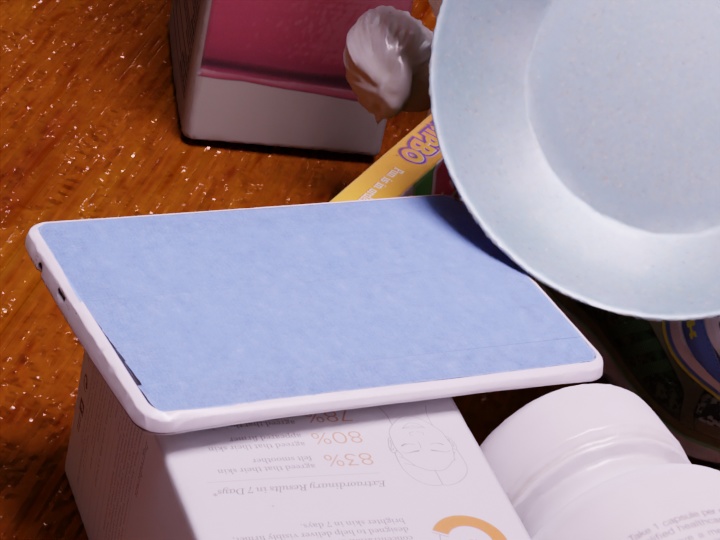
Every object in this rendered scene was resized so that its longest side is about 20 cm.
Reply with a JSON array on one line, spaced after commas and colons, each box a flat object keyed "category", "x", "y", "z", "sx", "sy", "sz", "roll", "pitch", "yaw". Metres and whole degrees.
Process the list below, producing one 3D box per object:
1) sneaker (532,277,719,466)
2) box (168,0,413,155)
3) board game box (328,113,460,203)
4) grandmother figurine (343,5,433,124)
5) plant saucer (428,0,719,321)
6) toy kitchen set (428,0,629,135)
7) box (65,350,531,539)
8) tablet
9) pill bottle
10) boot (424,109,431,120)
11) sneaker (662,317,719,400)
[{"category": "sneaker", "x": 0.149, "y": 0.019, "z": 1.039, "sx": 0.200, "sy": 0.089, "sz": 0.077, "roll": 36, "pitch": 38, "yaw": 31}, {"category": "box", "x": -0.030, "y": -0.179, "z": 1.170, "sx": 0.108, "sy": 0.201, "sz": 0.128, "roll": 5, "pitch": 33, "yaw": -12}, {"category": "board game box", "x": 0.000, "y": 0.000, "z": 1.006, "sx": 0.030, "sy": 0.096, "sz": 0.200, "roll": 26, "pitch": 34, "yaw": 18}, {"category": "grandmother figurine", "x": 0.078, "y": -0.067, "z": 1.115, "sx": 0.199, "sy": 0.122, "sz": 0.061, "roll": 28, "pitch": 11, "yaw": -16}, {"category": "plant saucer", "x": 0.129, "y": -0.079, "z": 0.932, "sx": 0.200, "sy": 0.202, "sz": 0.039, "roll": 19, "pitch": -2, "yaw": 9}, {"category": "toy kitchen set", "x": 0.151, "y": -0.162, "z": 1.026, "sx": 0.199, "sy": 0.163, "sz": 0.181, "roll": -21, "pitch": 84, "yaw": -41}, {"category": "box", "x": -0.025, "y": 0.096, "z": 0.848, "sx": 0.124, "sy": 0.098, "sz": 0.200, "roll": 0, "pitch": 34, "yaw": -22}, {"category": "tablet", "x": -0.017, "y": 0.013, "z": 0.875, "sx": 0.199, "sy": 0.014, "sz": 0.130, "roll": -5, "pitch": 36, "yaw": -30}, {"category": "pill bottle", "x": 0.115, "y": 0.136, "z": 0.822, "sx": 0.114, "sy": 0.115, "sz": 0.200, "roll": -3, "pitch": 36, "yaw": -25}, {"category": "boot", "x": 0.115, "y": -0.084, "z": 1.198, "sx": 0.097, "sy": 0.075, "sz": 0.200, "roll": 27, "pitch": 33, "yaw": 25}, {"category": "sneaker", "x": 0.220, "y": 0.059, "z": 0.954, "sx": 0.199, "sy": 0.082, "sz": 0.074, "roll": 33, "pitch": 74, "yaw": 1}]
